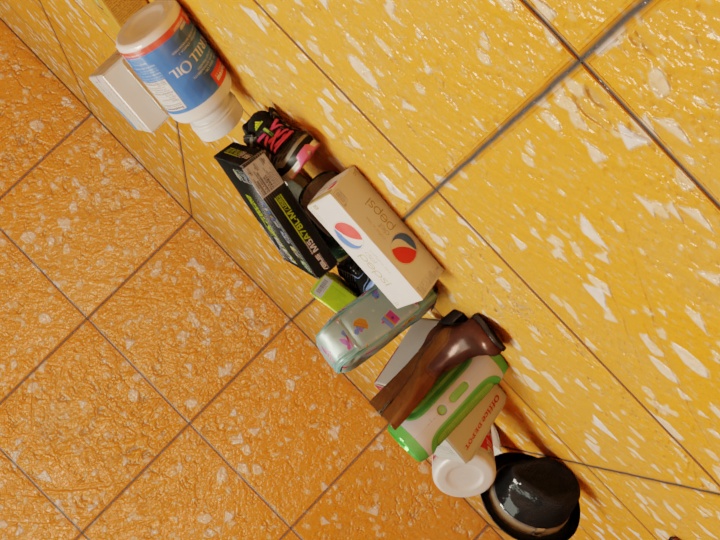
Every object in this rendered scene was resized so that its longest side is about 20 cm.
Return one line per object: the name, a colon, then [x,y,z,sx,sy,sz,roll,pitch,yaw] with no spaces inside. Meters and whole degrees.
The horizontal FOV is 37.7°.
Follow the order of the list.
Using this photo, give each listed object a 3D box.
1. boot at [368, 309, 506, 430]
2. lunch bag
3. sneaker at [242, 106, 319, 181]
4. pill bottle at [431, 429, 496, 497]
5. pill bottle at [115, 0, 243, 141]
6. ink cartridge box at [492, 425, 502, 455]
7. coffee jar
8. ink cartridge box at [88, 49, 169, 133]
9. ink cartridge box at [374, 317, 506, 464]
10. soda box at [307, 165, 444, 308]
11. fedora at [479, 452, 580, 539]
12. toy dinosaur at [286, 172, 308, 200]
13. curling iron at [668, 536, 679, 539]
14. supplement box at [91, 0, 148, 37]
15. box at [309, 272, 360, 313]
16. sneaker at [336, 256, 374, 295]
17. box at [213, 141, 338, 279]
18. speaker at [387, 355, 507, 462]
boot: [0.106,0.148,1.542,0.069,0.200,0.188,49,170,-23]
lunch bag: [0.027,0.075,1.605,0.077,0.199,0.160,54,171,9]
sneaker: [-0.123,-0.187,1.515,0.087,0.074,0.200,43,177,-22]
pill bottle: [0.179,0.293,1.882,0.113,0.111,0.201,51,-157,-32]
pill bottle: [-0.260,-0.291,1.559,0.112,0.112,0.200,33,165,50]
ink cartridge box: [0.268,0.344,2.159,0.199,0.050,0.162,35,168,12]
coffee jar: [-0.044,-0.076,1.600,0.104,0.085,0.200,46,169,4]
ink cartridge box: [-0.371,-0.329,1.828,0.129,0.125,0.200,49,170,-22]
ink cartridge box: [0.135,0.200,1.749,0.082,0.146,0.200,3,140,50]
soda box: [0.021,-0.044,1.466,0.200,0.064,0.068,49,147,-13]
fedora: [0.312,0.384,1.856,0.200,0.200,0.092,43,137,13]
toy dinosaur: [-0.106,-0.132,1.735,0.102,0.077,0.201,17,147,46]
curling iron: [0.511,0.443,1.542,0.200,0.025,0.050,17,114,63]
supplement box: [-0.382,-0.429,1.648,0.066,0.069,0.200,37,169,34]
box: [-0.019,0.055,1.828,0.121,0.048,0.200,36,-178,3]
sneaker: [0.000,0.000,1.772,0.078,0.070,0.200,39,173,-9]
box: [-0.126,-0.090,1.539,0.201,0.047,0.193,57,168,-20]
speaker: [0.134,0.196,1.620,0.088,0.200,0.089,43,170,9]
